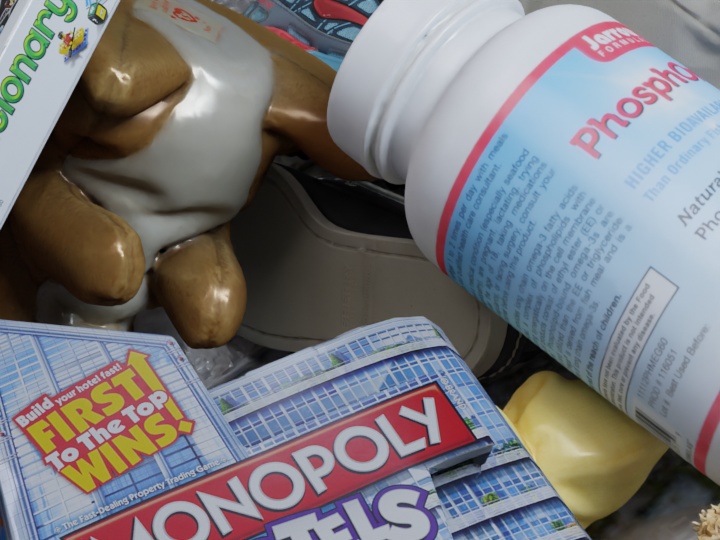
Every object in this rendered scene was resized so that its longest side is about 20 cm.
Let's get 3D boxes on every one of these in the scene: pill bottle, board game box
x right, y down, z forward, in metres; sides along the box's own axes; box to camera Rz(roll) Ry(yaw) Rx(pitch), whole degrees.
[{"bbox_3d":[0.087,-0.022,0.790,0.200,0.109,0.109,38,70,21],"label":"pill bottle"},{"bbox_3d":[-0.032,0.084,0.684,0.199,0.062,0.200,-23,60,-23],"label":"board game box"},{"bbox_3d":[-0.136,-0.094,0.811,0.126,0.035,0.201,0,59,49],"label":"board game box"}]

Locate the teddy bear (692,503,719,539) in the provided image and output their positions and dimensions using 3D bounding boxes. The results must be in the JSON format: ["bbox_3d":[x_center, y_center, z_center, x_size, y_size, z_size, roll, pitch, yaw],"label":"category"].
[{"bbox_3d":[0.192,0.127,0.707,0.199,0.067,0.146,-12,64,13],"label":"teddy bear"}]

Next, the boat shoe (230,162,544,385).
[{"bbox_3d":[0.000,0.000,0.924,0.063,0.073,0.200,-2,16,-43],"label":"boat shoe"}]

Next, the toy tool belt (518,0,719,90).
[{"bbox_3d":[0.150,-0.085,0.871,0.200,0.125,0.123,37,34,23],"label":"toy tool belt"}]

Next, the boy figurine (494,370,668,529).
[{"bbox_3d":[0.019,0.087,0.787,0.199,0.125,0.064,-30,13,-21],"label":"boy figurine"}]

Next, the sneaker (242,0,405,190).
[{"bbox_3d":[0.021,-0.091,0.963,0.199,0.079,0.096,22,65,38],"label":"sneaker"}]

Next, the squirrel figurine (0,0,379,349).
[{"bbox_3d":[-0.116,-0.029,0.907,0.200,0.141,0.187,46,117,39],"label":"squirrel figurine"}]
